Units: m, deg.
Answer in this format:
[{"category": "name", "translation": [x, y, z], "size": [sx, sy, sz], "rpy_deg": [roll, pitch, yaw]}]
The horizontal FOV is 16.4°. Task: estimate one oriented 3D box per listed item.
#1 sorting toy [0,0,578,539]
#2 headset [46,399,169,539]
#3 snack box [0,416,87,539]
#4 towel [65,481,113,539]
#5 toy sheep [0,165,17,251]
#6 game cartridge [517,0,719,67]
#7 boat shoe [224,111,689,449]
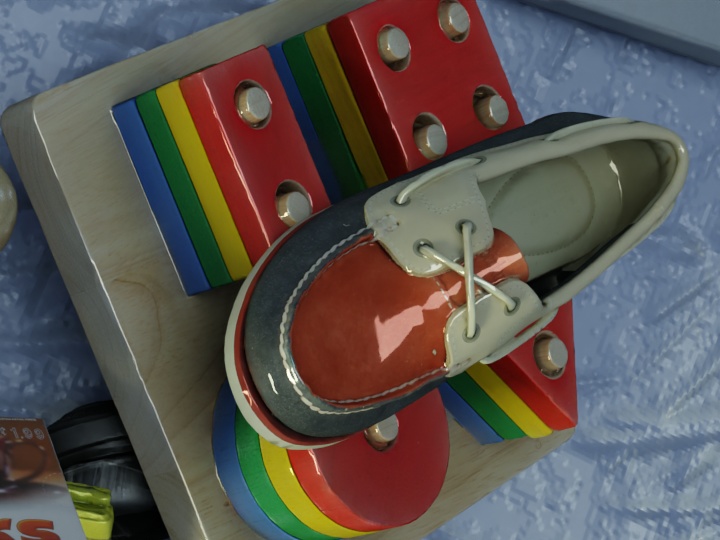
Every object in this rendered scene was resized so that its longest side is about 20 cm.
[{"category": "sorting toy", "translation": [0.000, 0.000, 0.884], "size": [0.200, 0.069, 0.200], "rpy_deg": [-28, 98, -46]}, {"category": "headset", "translation": [-0.082, 0.095, 0.858], "size": [0.200, 0.094, 0.124], "rpy_deg": [29, 51, -32]}, {"category": "snack box", "translation": [-0.178, 0.069, 0.703], "size": [0.199, 0.072, 0.024], "rpy_deg": [3, 125, -26]}, {"category": "towel", "translation": [-0.134, 0.148, 0.824], "size": [0.086, 0.018, 0.201], "rpy_deg": [10, 122, -2]}, {"category": "toy sheep", "translation": [-0.203, -0.051, 0.817], "size": [0.199, 0.138, 0.138], "rpy_deg": [25, 76, 10]}, {"category": "game cartridge", "translation": [0.135, -0.188, 1.009], "size": [0.133, 0.040, 0.201], "rpy_deg": [16, 81, -17]}, {"category": "boat shoe", "translation": [0.035, -0.002, 0.825], "size": [0.200, 0.062, 0.071], "rpy_deg": [-30, 101, -45]}]
